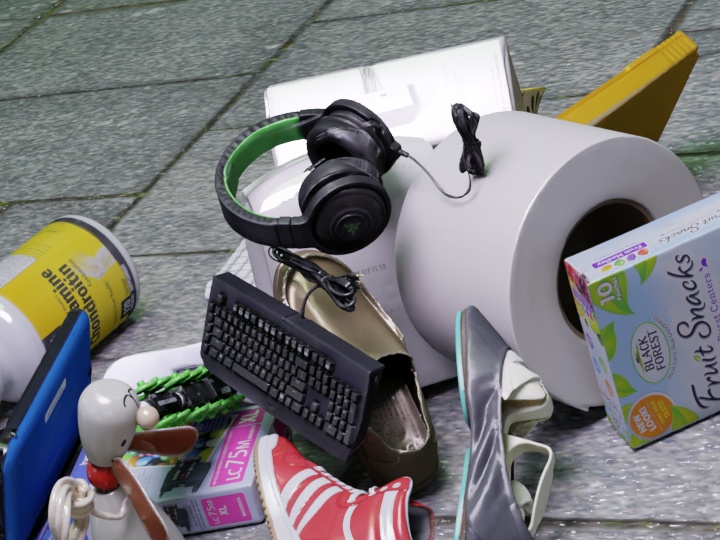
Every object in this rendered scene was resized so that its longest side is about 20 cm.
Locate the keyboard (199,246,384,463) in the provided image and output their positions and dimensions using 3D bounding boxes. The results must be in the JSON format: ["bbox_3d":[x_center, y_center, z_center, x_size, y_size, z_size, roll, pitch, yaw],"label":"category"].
[{"bbox_3d":[-0.050,0.045,1.583,0.021,0.128,0.200,4,16,-41],"label":"keyboard"}]

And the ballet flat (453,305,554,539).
[{"bbox_3d":[0.100,0.115,1.514,0.073,0.073,0.201,-10,59,20],"label":"ballet flat"}]

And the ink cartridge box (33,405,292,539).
[{"bbox_3d":[-0.160,0.163,1.704,0.199,0.042,0.120,-13,26,17],"label":"ink cartridge box"}]

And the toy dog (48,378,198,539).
[{"bbox_3d":[-0.143,0.172,1.534,0.096,0.201,0.133,4,55,9],"label":"toy dog"}]

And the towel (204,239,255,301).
[{"bbox_3d":[-0.016,0.002,1.872,0.164,0.086,0.200,-4,28,25],"label":"towel"}]

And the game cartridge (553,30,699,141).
[{"bbox_3d":[0.193,-0.100,1.841,0.032,0.177,0.200,42,56,17],"label":"game cartridge"}]

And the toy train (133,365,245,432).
[{"bbox_3d":[-0.140,0.102,1.644,0.056,0.042,0.200,-33,-6,13],"label":"toy train"}]

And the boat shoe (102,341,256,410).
[{"bbox_3d":[-0.110,0.088,1.778,0.198,0.074,0.065,-2,-16,-5],"label":"boat shoe"}]

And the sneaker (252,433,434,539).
[{"bbox_3d":[-0.009,0.168,1.547,0.112,0.072,0.200,-23,33,1],"label":"sneaker"}]

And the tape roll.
[{"bbox_3d":[0.144,-0.012,1.643,0.202,0.204,0.139,-33,29,-26],"label":"tape roll"}]

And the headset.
[{"bbox_3d":[-0.010,-0.079,1.588,0.198,0.094,0.124,-2,46,10],"label":"headset"}]

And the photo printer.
[{"bbox_3d":[0.000,0.000,1.702,0.165,0.201,0.069,-16,18,-11],"label":"photo printer"}]

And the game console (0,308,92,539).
[{"bbox_3d":[-0.294,0.141,1.732,0.117,0.172,0.200,9,35,8],"label":"game console"}]

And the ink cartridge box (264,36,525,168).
[{"bbox_3d":[0.034,-0.110,1.793,0.198,0.085,0.146,-10,-17,8],"label":"ink cartridge box"}]

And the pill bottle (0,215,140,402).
[{"bbox_3d":[-0.295,0.045,1.945,0.111,0.113,0.200,3,34,39],"label":"pill bottle"}]

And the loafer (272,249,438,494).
[{"bbox_3d":[0.004,0.066,1.607,0.076,0.201,0.067,-27,-13,-22],"label":"loafer"}]

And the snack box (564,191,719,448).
[{"bbox_3d":[0.257,0.022,1.563,0.199,0.143,0.053,-22,26,-8],"label":"snack box"}]

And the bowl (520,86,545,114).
[{"bbox_3d":[0.073,-0.108,1.977,0.199,0.095,0.201,-6,4,0],"label":"bowl"}]
